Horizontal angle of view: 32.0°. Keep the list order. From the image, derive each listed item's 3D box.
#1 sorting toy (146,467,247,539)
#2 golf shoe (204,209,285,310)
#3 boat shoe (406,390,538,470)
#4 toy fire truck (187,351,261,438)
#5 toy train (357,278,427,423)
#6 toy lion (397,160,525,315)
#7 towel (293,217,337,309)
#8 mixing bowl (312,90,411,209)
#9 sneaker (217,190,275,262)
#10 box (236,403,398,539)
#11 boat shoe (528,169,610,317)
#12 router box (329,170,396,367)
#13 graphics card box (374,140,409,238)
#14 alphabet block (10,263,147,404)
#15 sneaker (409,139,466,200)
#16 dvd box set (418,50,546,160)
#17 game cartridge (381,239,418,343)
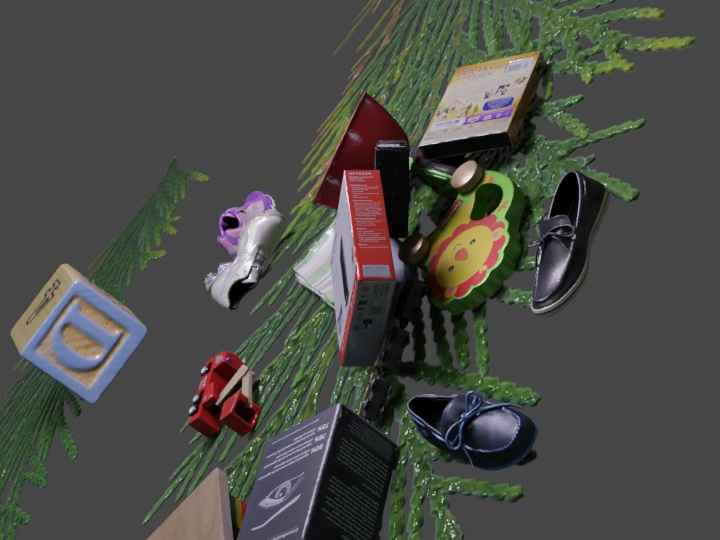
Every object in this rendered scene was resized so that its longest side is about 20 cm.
[{"bbox_3d":[-0.226,0.403,1.688,0.199,0.070,0.200,-46,24,13],"label":"sorting toy"},{"bbox_3d":[-0.190,-0.013,2.254,0.200,0.078,0.097,-54,39,9],"label":"golf shoe"},{"bbox_3d":[0.113,0.176,1.390,0.200,0.069,0.084,-10,46,57],"label":"boat shoe"},{"bbox_3d":[-0.208,0.193,1.988,0.141,0.049,0.200,-36,27,32],"label":"toy fire truck"},{"bbox_3d":[0.039,0.105,1.626,0.046,0.034,0.201,157,134,-77],"label":"toy train"},{"bbox_3d":[0.150,-0.039,1.660,0.200,0.069,0.192,-54,30,-6],"label":"toy lion"},{"bbox_3d":[-0.031,-0.023,1.999,0.149,0.031,0.200,-53,23,-1],"label":"towel"},{"bbox_3d":[0.012,-0.171,1.999,0.201,0.108,0.200,-64,1,3],"label":"mixing bowl"},{"bbox_3d":[-0.222,-0.094,2.386,0.080,0.088,0.201,-37,26,33],"label":"sneaker"},{"bbox_3d":[-0.055,0.283,1.501,0.148,0.104,0.201,-30,31,40],"label":"box"},{"bbox_3d":[0.237,-0.034,1.479,0.074,0.062,0.201,-15,44,52],"label":"boat shoe"},{"bbox_3d":[0.000,0.000,1.653,0.200,0.049,0.180,101,165,-52],"label":"router box"},{"bbox_3d":[0.045,-0.118,1.776,0.200,0.051,0.126,-87,-2,-81],"label":"graphics card box"},{"bbox_3d":[-0.585,0.128,2.603,0.197,0.195,0.200,-52,22,-5],"label":"alphabet block"},{"bbox_3d":[0.119,-0.164,1.870,0.084,0.077,0.200,-53,24,7],"label":"sneaker"},{"bbox_3d":[0.181,-0.243,1.845,0.146,0.029,0.200,-7,39,31],"label":"dvd box set"},{"bbox_3d":[0.024,0.029,1.801,0.133,0.040,0.200,-46,28,22],"label":"game cartridge"}]
